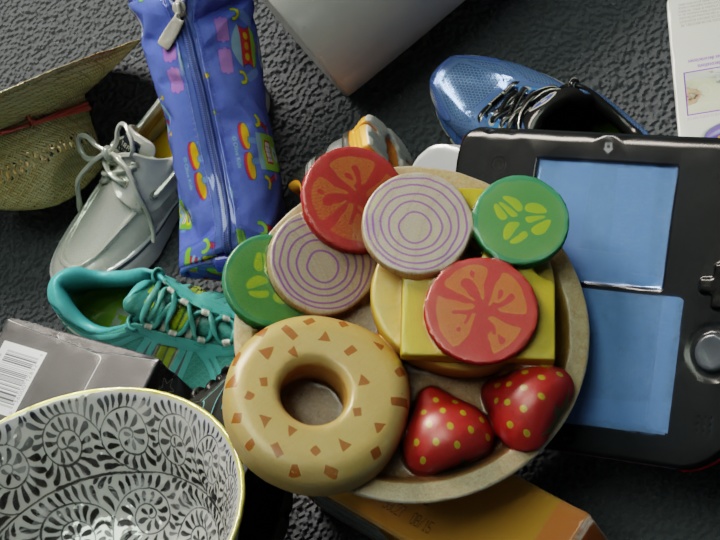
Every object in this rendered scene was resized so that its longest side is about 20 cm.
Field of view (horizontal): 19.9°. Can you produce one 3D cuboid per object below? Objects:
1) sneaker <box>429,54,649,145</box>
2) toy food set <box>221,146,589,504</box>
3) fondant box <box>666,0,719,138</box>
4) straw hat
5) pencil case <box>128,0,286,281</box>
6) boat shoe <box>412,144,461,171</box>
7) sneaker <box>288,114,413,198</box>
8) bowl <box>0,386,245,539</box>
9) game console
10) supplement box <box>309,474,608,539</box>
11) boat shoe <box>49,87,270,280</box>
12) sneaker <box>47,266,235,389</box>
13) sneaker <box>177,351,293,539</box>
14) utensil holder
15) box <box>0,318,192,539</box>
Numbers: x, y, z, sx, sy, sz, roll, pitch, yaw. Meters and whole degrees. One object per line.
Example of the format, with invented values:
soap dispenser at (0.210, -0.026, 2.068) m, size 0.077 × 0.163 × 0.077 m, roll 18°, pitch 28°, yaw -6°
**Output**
sneaker at (0.117, -0.090, 1.250) m, size 0.200 × 0.089 × 0.079 m, roll 31°, pitch 77°, yaw 37°
toy food set at (0.024, 0.027, 1.102) m, size 0.198 × 0.049 × 0.199 m, roll 1°, pitch 67°, yaw 2°
fondant box at (0.257, -0.074, 1.180) m, size 0.143 × 0.058 × 0.201 m, roll -8°, pitch 57°, yaw 14°
straw hat at (-0.229, -0.084, 1.422) m, size 0.200 × 0.201 × 0.086 m, roll -20°, pitch 96°, yaw 15°
pencil case at (-0.094, -0.093, 1.312) m, size 0.078 × 0.087 × 0.201 m, roll -11°, pitch 88°, yaw 11°
boat shoe at (0.103, 0.009, 1.211) m, size 0.072 × 0.068 × 0.200 m, roll -48°, pitch 63°, yaw 27°
sneaker at (0.000, 0.000, 1.272) m, size 0.077 × 0.078 × 0.201 m, roll -25°, pitch 47°, yaw 23°
bowl at (-0.144, 0.167, 1.094) m, size 0.199 × 0.095 × 0.201 m, roll -11°, pitch 40°, yaw 9°
game console at (0.129, 0.012, 1.129) m, size 0.199 × 0.031 × 0.178 m, roll 6°, pitch 90°, yaw 35°
supplement box at (0.047, 0.135, 1.166) m, size 0.199 × 0.069 × 0.067 m, roll 28°, pitch 76°, yaw 35°
boat shoe at (-0.147, -0.072, 1.376) m, size 0.202 × 0.086 × 0.075 m, roll -47°, pitch 52°, yaw -6°
sneaker at (-0.114, 0.038, 1.297) m, size 0.199 × 0.080 × 0.078 m, roll 7°, pitch 65°, yaw 29°
sneaker at (-0.064, 0.073, 1.171) m, size 0.079 × 0.075 × 0.201 m, roll 17°, pitch 80°, yaw 39°
utensil holder at (0.015, -0.238, 1.342) m, size 0.200 × 0.170 × 0.170 m, roll -40°, pitch 52°, yaw 1°
box at (-0.186, 0.151, 1.244) m, size 0.132 × 0.115 × 0.201 m, roll 13°, pitch 67°, yaw 34°
